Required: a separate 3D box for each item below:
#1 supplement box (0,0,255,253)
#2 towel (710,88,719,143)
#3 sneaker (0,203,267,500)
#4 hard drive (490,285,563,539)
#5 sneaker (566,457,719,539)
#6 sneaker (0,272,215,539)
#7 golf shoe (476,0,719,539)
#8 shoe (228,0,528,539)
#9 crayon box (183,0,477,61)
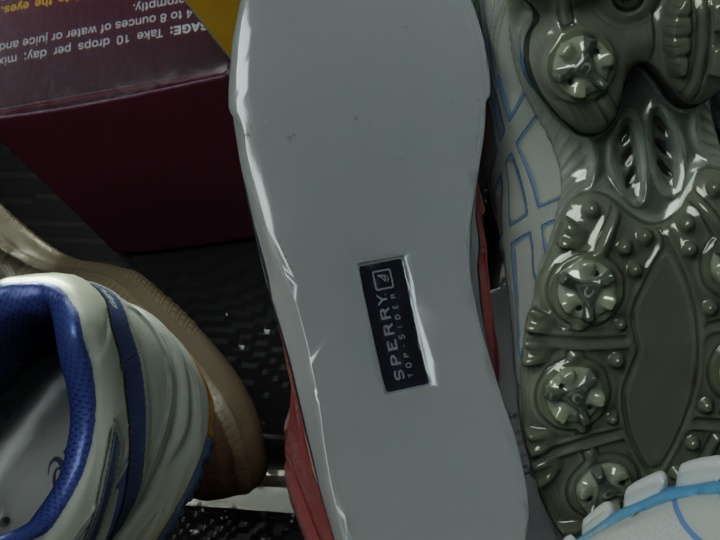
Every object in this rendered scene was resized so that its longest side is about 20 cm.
[{"bbox_3d":[-0.060,-0.120,0.850,0.086,0.110,0.200,-8,65,16],"label":"supplement box"},{"bbox_3d":[0.185,-0.053,0.746,0.171,0.048,0.200,-24,74,-5],"label":"towel"},{"bbox_3d":[-0.114,0.029,0.819,0.076,0.071,0.200,-37,48,-25],"label":"sneaker"},{"bbox_3d":[0.100,0.085,0.754,0.132,0.025,0.200,-18,63,11],"label":"hard drive"},{"bbox_3d":[0.122,0.091,0.652,0.200,0.075,0.087,-15,19,27],"label":"sneaker"},{"bbox_3d":[-0.111,0.090,0.648,0.075,0.088,0.200,17,75,22],"label":"sneaker"},{"bbox_3d":[0.069,-0.021,0.740,0.078,0.097,0.200,-5,104,-14],"label":"golf shoe"},{"bbox_3d":[0.000,0.000,0.738,0.071,0.091,0.200,-8,82,-11],"label":"shoe"},{"bbox_3d":[0.036,-0.127,0.773,0.200,0.126,0.052,-40,41,-2],"label":"crayon box"}]
